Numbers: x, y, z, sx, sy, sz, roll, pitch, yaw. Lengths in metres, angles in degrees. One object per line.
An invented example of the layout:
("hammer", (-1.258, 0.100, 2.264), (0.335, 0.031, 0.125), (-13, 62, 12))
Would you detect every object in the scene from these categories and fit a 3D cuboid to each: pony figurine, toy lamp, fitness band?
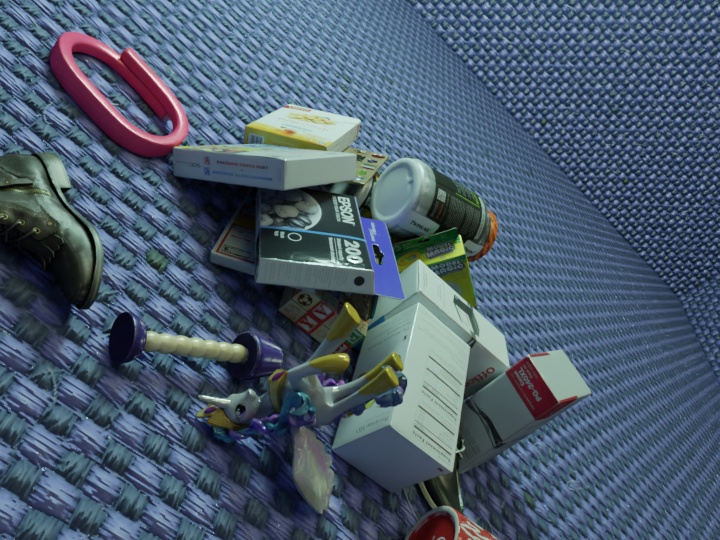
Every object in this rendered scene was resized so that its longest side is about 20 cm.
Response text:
("pony figurine", (-0.051, 0.145, 0.735), (0.193, 0.199, 0.167), (48, 17, -41))
("toy lamp", (-0.168, 0.086, 0.734), (0.199, 0.058, 0.058), (16, 44, -44))
("fitness band", (-0.321, -0.237, 0.910), (0.200, 0.037, 0.144), (47, 31, -7))

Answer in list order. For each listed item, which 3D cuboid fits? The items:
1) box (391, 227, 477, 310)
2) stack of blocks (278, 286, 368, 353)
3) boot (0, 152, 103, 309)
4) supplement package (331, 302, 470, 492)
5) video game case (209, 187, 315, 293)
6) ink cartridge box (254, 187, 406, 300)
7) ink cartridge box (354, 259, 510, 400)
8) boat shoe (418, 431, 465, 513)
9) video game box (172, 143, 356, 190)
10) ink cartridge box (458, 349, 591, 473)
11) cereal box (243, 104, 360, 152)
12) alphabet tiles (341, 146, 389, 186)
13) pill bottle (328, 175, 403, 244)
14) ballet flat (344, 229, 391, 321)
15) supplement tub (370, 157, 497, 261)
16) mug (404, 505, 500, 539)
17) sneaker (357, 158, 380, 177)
("box", (0.120, 0.019, 1.088), (0.200, 0.117, 0.049), (68, 10, -46))
("stack of blocks", (-0.043, 0.015, 1.000), (0.115, 0.059, 0.200), (40, 30, -20))
("boot", (-0.346, -0.042, 0.622), (0.174, 0.069, 0.200), (-5, 57, -52))
("supplement package", (0.059, 0.164, 0.886), (0.109, 0.114, 0.200), (40, 40, -20))
("video game case", (-0.112, -0.050, 0.948), (0.142, 0.018, 0.200), (17, 34, -2))
("ink cartridge box", (-0.042, -0.044, 0.916), (0.199, 0.044, 0.198), (8, 34, -14))
("ink cartridge box", (0.104, 0.104, 1.023), (0.200, 0.145, 0.084), (40, 29, -21))
("boat shoe", (0.112, 0.249, 0.951), (0.072, 0.068, 0.201), (31, 35, -36))
("video game box", (-0.130, -0.150, 0.960), (0.181, 0.047, 0.200), (13, 16, 25))
("ink cartridge box", (0.226, 0.211, 1.025), (0.145, 0.200, 0.084), (4, 49, -55))
("cereal box", (-0.095, -0.237, 1.165), (0.143, 0.040, 0.200), (15, 28, 10))
("alphabet tiles", (-0.066, -0.189, 1.132), (0.199, 0.008, 0.167), (14, 28, 11))
("pill bottle", (0.040, -0.080, 1.179), (0.200, 0.112, 0.113), (35, 32, -28))
("ballet flat", (0.000, 0.000, 0.968), (0.065, 0.071, 0.200), (18, 31, -3))
("supplement tub", (0.123, -0.090, 1.095), (0.199, 0.122, 0.123), (23, 39, -36))
("mug", (0.145, 0.387, 0.774), (0.200, 0.133, 0.178), (41, 28, -13))
("sneaker", (0.012, -0.149, 1.259), (0.200, 0.077, 0.084), (29, 31, -34))
